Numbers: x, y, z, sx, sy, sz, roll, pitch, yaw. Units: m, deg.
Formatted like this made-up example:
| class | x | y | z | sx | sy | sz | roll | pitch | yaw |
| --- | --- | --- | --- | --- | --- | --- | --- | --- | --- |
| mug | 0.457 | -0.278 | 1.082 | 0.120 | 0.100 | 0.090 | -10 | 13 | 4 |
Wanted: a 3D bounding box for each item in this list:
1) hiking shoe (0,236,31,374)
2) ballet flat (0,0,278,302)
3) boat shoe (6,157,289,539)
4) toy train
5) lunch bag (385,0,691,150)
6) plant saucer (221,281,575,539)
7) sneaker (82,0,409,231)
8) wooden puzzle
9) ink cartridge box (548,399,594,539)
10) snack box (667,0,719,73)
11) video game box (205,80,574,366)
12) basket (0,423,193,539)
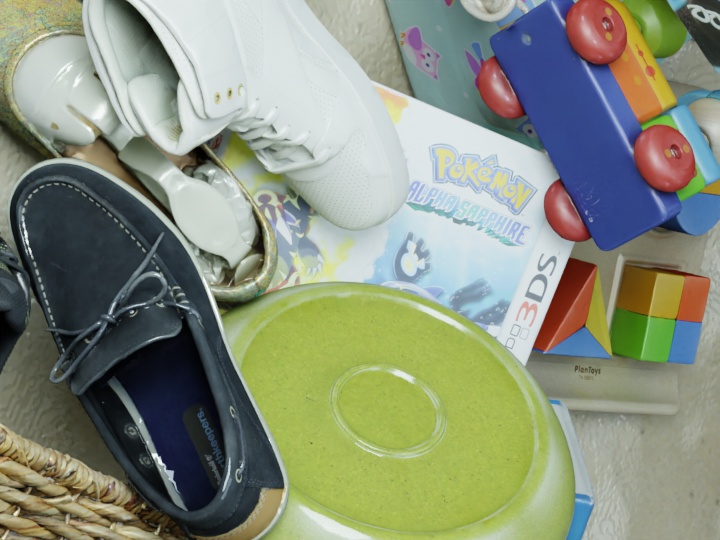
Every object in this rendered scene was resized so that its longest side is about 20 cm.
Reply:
| class | x | y | z | sx | sy | sz | roll | pitch | yaw |
| --- | --- | --- | --- | --- | --- | --- | --- | --- | --- |
| hiking shoe | -0.179 | -0.009 | 1.203 | 0.076 | 0.101 | 0.200 | -9 | 103 | -45 |
| ballet flat | -0.109 | -0.060 | 1.251 | 0.200 | 0.071 | 0.071 | 48 | 63 | -19 |
| boat shoe | -0.099 | 0.032 | 1.191 | 0.200 | 0.075 | 0.062 | 60 | 13 | 16 |
| toy train | 0.119 | -0.119 | 1.355 | 0.116 | 0.085 | 0.200 | -25 | 87 | -44 |
| lunch bag | 0.109 | -0.184 | 1.453 | 0.200 | 0.122 | 0.170 | -35 | 119 | -30 |
| plant saucer | 0.009 | 0.073 | 1.256 | 0.200 | 0.200 | 0.031 | -30 | 153 | -38 |
| sneaker | -0.057 | -0.073 | 1.231 | 0.200 | 0.074 | 0.116 | 56 | 42 | -25 |
| wooden puzzle | 0.152 | -0.016 | 1.576 | 0.185 | 0.046 | 0.200 | 6 | 93 | -45 |
| ink cartridge box | 0.016 | 0.159 | 1.349 | 0.145 | 0.084 | 0.200 | 6 | 124 | -15 |
| snack box | 0.160 | -0.202 | 1.296 | 0.200 | 0.037 | 0.116 | 49 | 54 | -37 |
| video game box | 0.000 | 0.000 | 1.359 | 0.200 | 0.047 | 0.182 | 21 | 89 | -22 |
| basket | -0.183 | 0.147 | 1.198 | 0.200 | 0.143 | 0.149 | 27 | 74 | -44 |
